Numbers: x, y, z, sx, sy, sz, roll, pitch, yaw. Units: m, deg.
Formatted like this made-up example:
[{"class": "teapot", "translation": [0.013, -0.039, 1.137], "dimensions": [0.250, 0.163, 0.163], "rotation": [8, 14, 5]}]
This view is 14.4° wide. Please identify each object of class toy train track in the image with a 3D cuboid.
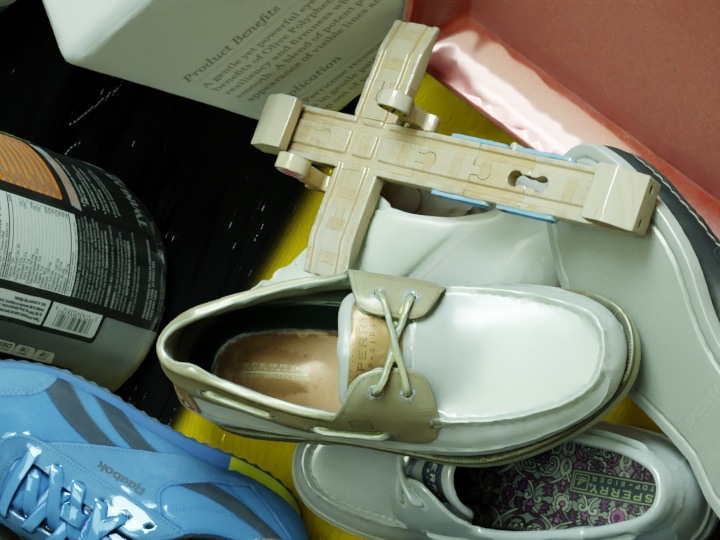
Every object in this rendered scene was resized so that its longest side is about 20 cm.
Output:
[{"class": "toy train track", "translation": [0.030, -0.047, 1.168], "dimensions": [0.199, 0.032, 0.115], "rotation": [14, 80, 37]}]

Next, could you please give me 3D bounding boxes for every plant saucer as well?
[{"class": "plant saucer", "translation": [0.110, -0.100, 1.138], "dimensions": [0.200, 0.200, 0.037], "rotation": [37, 61, 17]}]

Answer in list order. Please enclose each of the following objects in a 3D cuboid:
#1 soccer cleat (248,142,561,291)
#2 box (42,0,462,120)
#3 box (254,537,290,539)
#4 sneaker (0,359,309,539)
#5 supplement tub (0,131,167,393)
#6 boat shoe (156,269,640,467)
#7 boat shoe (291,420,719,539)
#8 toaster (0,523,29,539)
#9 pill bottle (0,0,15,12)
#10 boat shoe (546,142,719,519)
[{"class": "soccer cleat", "translation": [0.000, 0.000, 1.234], "dimensions": [0.199, 0.069, 0.078], "rotation": [-17, 113, 20]}, {"class": "box", "translation": [-0.040, -0.204, 1.230], "dimensions": [0.199, 0.171, 0.201], "rotation": [-37, 62, 26]}, {"class": "box", "translation": [0.070, 0.168, 1.126], "dimensions": [0.199, 0.148, 0.105], "rotation": [1, 81, 30]}, {"class": "sneaker", "translation": [-0.110, 0.099, 1.216], "dimensions": [0.066, 0.199, 0.079], "rotation": [-60, 16, 23]}, {"class": "supplement tub", "translation": [-0.184, -0.006, 1.272], "dimensions": [0.122, 0.200, 0.123], "rotation": [-6, 77, 28]}, {"class": "boat shoe", "translation": [0.011, 0.039, 1.153], "dimensions": [0.199, 0.068, 0.075], "rotation": [-6, 73, 24]}, {"class": "boat shoe", "translation": [0.050, 0.088, 1.198], "dimensions": [0.199, 0.068, 0.073], "rotation": [11, 86, 30]}, {"class": "toaster", "translation": [-0.199, 0.176, 1.291], "dimensions": [0.200, 0.118, 0.181], "rotation": [43, 101, 28]}, {"class": "pill bottle", "translation": [-0.264, -0.131, 1.392], "dimensions": [0.199, 0.113, 0.113], "rotation": [-33, 66, 20]}, {"class": "boat shoe", "translation": [0.147, 0.030, 1.147], "dimensions": [0.200, 0.060, 0.074], "rotation": [55, 138, 20]}]
